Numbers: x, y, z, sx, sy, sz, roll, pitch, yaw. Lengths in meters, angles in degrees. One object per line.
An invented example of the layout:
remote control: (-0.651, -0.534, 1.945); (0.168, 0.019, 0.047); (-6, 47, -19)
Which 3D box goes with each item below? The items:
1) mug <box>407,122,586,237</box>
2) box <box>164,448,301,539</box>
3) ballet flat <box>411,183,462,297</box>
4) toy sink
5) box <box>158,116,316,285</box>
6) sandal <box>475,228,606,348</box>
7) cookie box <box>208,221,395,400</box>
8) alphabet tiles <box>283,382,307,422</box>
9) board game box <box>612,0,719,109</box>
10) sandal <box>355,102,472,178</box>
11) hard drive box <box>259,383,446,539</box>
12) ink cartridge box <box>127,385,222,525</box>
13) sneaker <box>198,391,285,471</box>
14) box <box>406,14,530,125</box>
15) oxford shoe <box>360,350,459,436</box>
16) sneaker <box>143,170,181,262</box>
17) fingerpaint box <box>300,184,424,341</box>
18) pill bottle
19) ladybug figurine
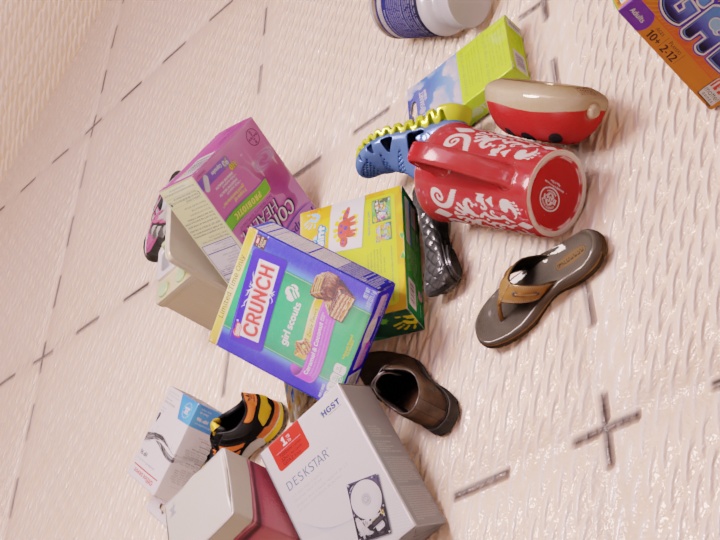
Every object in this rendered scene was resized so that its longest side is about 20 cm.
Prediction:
mug: (0.164, -0.107, 1.331); (0.199, 0.176, 0.136); (19, 119, 50)
box: (-0.132, 0.336, 1.333); (0.128, 0.199, 0.110); (-45, 36, 20)
ballet flat: (0.094, -0.051, 1.451); (0.056, 0.066, 0.202); (-30, 44, 19)
toy sink: (-0.277, 0.001, 1.768); (0.112, 0.199, 0.132); (-36, 41, 28)
box: (-0.194, -0.110, 1.697); (0.096, 0.201, 0.176); (-15, 27, 44)
sandal: (0.209, 0.015, 1.268); (0.199, 0.054, 0.082); (-39, 39, 27)
cookie box: (-0.079, 0.055, 1.378); (0.198, 0.075, 0.173); (26, 104, 15)
alphabet tiles: (-0.100, 0.121, 1.529); (0.168, 0.006, 0.202); (105, 158, -48)
board game box: (0.398, -0.354, 1.176); (0.199, 0.199, 0.202); (-36, 40, 28)
sandal: (0.075, -0.170, 1.512); (0.198, 0.079, 0.088); (-20, 69, 34)
hard drive box: (-0.013, 0.267, 1.281); (0.156, 0.076, 0.201); (-44, 60, 21)
ink cartridge box: (-0.306, 0.304, 1.695); (0.115, 0.067, 0.202); (15, 77, 55)
sneaker: (-0.205, 0.257, 1.581); (0.200, 0.090, 0.070); (-47, 36, 17)
box: (0.157, -0.275, 1.557); (0.199, 0.047, 0.123); (-34, 41, 33)
oxford shoe: (0.045, 0.142, 1.359); (0.199, 0.084, 0.073); (23, 85, 57)
sneaker: (-0.390, -0.097, 2.112); (0.086, 0.080, 0.202); (-32, 33, 51)
fingerpaint box: (0.000, 0.000, 1.475); (0.165, 0.073, 0.203); (-15, 56, 19)
pill bottle: (0.112, -0.434, 1.674); (0.199, 0.115, 0.117); (15, 77, 55)
ladybug figurine: (0.237, -0.205, 1.346); (0.200, 0.134, 0.073); (-152, 64, -61)
